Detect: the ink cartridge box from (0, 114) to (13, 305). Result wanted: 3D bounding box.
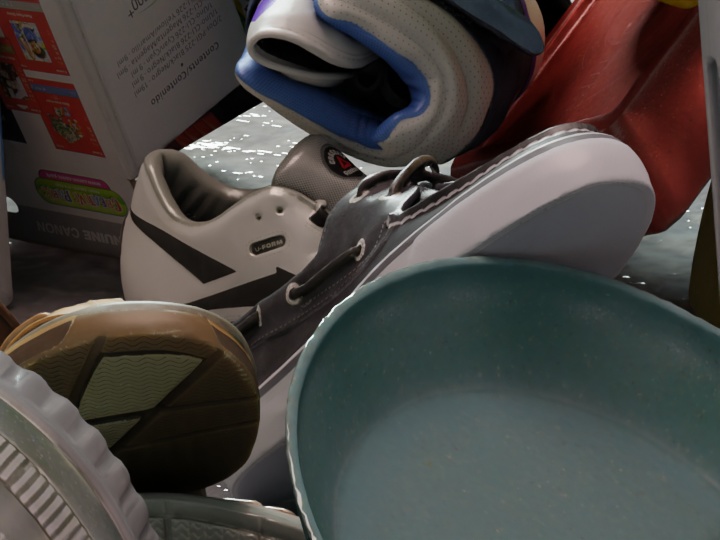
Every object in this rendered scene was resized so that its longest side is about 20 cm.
[{"bbox_3d":[-0.231,-0.052,1.176,0.199,0.116,0.067,15,26,37],"label":"ink cartridge box"}]

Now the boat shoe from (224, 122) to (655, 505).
[{"bbox_3d":[0.013,0.001,0.919,0.070,0.066,0.200,-1,-29,-34],"label":"boat shoe"}]

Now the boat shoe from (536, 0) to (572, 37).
[{"bbox_3d":[0.062,-0.095,1.244,0.066,0.200,0.075,30,67,24],"label":"boat shoe"}]

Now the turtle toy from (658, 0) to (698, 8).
[{"bbox_3d":[0.076,-0.163,1.049,0.145,0.200,0.101,23,67,20],"label":"turtle toy"}]

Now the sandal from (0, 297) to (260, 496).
[{"bbox_3d":[-0.072,0.039,0.852,0.080,0.054,0.200,-1,-18,-6],"label":"sandal"}]

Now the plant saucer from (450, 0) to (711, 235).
[{"bbox_3d":[0.118,-0.094,1.128,0.200,0.037,0.200,-53,14,-15],"label":"plant saucer"}]

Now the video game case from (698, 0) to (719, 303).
[{"bbox_3d":[0.211,-0.038,1.015,0.199,0.183,0.024,-7,7,-17],"label":"video game case"}]

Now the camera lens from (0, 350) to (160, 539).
[{"bbox_3d":[-0.137,0.109,0.641,0.159,0.161,0.200,4,20,14],"label":"camera lens"}]

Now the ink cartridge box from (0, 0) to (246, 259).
[{"bbox_3d":[-0.150,-0.105,1.198,0.199,0.176,0.084,12,44,39],"label":"ink cartridge box"}]

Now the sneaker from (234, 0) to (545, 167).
[{"bbox_3d":[-0.019,-0.125,1.100,0.081,0.200,0.146,-40,-2,27],"label":"sneaker"}]

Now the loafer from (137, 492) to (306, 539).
[{"bbox_3d":[-0.077,0.091,0.838,0.199,0.072,0.063,-1,12,8],"label":"loafer"}]

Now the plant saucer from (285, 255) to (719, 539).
[{"bbox_3d":[0.066,0.080,0.797,0.199,0.036,0.200,19,38,-16],"label":"plant saucer"}]

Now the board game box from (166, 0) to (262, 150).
[{"bbox_3d":[-0.108,-0.147,1.241,0.057,0.200,0.165,-50,13,-33],"label":"board game box"}]

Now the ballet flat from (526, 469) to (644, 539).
[{"bbox_3d":[0.058,0.068,0.925,0.063,0.068,0.200,26,19,-7],"label":"ballet flat"}]

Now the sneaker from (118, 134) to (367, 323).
[{"bbox_3d":[0.000,0.000,1.062,0.199,0.089,0.074,9,21,22],"label":"sneaker"}]

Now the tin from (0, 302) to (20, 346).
[{"bbox_3d":[-0.201,0.019,0.990,0.199,0.112,0.042,8,61,26],"label":"tin"}]

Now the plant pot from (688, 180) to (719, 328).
[{"bbox_3d":[0.223,-0.054,1.119,0.199,0.143,0.200,-1,19,0],"label":"plant pot"}]
